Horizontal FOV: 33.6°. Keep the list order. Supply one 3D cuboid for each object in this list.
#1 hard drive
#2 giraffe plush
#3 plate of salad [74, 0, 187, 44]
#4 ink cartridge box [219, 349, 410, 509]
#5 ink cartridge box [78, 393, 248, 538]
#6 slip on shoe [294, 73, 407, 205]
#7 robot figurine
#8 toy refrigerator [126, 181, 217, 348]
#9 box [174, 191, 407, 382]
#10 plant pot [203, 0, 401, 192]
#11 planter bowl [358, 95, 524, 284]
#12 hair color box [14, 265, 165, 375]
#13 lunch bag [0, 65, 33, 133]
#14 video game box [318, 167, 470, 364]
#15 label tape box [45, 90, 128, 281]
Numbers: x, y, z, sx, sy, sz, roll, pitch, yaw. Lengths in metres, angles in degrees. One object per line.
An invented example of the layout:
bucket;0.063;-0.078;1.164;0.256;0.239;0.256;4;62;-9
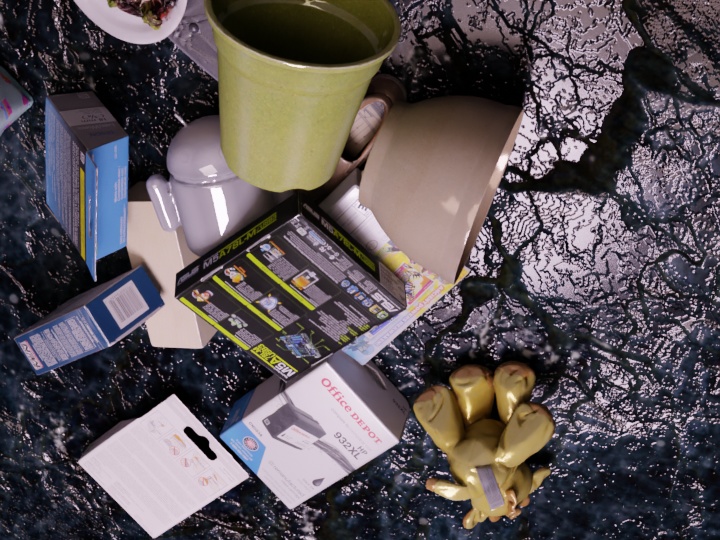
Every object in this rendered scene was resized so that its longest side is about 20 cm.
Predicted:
hard drive;-0.106;-0.255;1.331;0.199;0.042;0.135;36;119;-7
giraffe plush;0.166;0.234;1.475;0.171;0.202;0.163;-9;144;14
plate of salad;-0.273;-0.338;1.299;0.198;0.048;0.202;20;131;24
ink cartridge box;-0.058;0.194;1.535;0.199;0.084;0.145;-35;104;27
ink cartridge box;-0.268;0.264;1.650;0.199;0.050;0.161;-36;104;23
slip on shoe;-0.023;-0.140;1.362;0.076;0.061;0.200;43;119;-11
robot figurine;-0.160;-0.093;1.379;0.168;0.113;0.202;-13;118;-7
toy refrigerator;-0.235;-0.008;1.482;0.075;0.070;0.202;0;117;20
box;-0.078;0.025;1.372;0.192;0.048;0.200;-31;129;26
plant pot;-0.072;-0.192;1.240;0.198;0.201;0.185;17;132;4
planter bowl;0.078;-0.103;1.284;0.133;0.200;0.202;22;121;8
hair color box;-0.339;0.064;1.483;0.199;0.100;0.061;-20;105;48
lunch bag;-0.507;-0.216;1.376;0.122;0.171;0.200;-40;103;20
video game box;0.000;0.000;1.420;0.182;0.047;0.200;37;120;-20
label tape box;-0.308;-0.101;1.380;0.063;0.200;0.146;-10;124;-28
